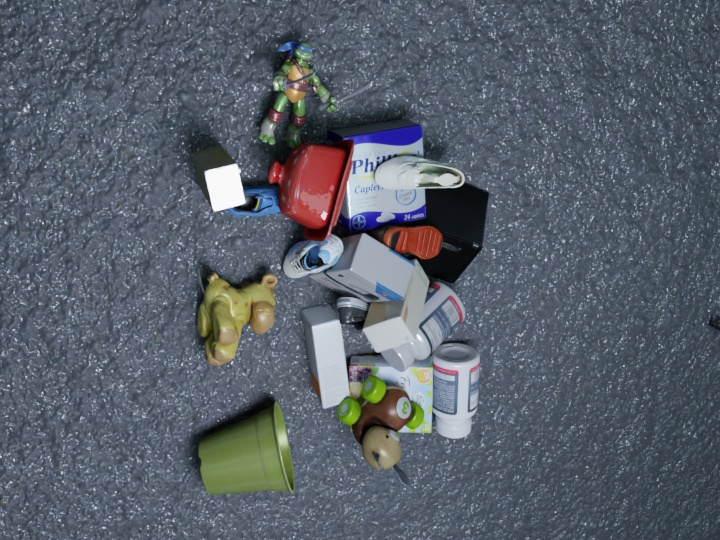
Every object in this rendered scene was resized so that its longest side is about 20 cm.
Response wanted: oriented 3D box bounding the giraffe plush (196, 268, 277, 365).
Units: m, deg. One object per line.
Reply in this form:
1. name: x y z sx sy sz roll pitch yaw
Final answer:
1. giraffe plush: -0.249 0.085 1.533 0.158 0.172 0.206 -5 75 -29

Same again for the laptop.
1. laptop: 0.185 -0.099 1.694 0.183 0.118 0.201 17 130 -23

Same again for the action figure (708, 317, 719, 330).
1. action figure: 1.081 0.105 2.048 0.119 0.102 0.200 43 92 -15

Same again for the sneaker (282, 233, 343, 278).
1. sneaker: -0.112 -0.024 1.514 0.072 0.198 0.073 -37 98 -38

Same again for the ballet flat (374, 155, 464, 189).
1. ballet flat: 0.127 -0.195 1.494 0.194 0.069 0.071 -2 109 -21

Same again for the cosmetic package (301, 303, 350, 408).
1. cosmetic package: -0.077 0.191 1.642 0.069 0.101 0.206 -12 111 -15

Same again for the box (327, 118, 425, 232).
1. box: 0.035 -0.204 1.550 0.179 0.105 0.206 -12 111 -17

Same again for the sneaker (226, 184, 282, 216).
1. sneaker: -0.184 -0.142 1.505 0.195 0.078 0.068 -6 108 -20

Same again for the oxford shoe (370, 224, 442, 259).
1. oxford shoe: 0.104 -0.071 1.574 0.197 0.072 0.073 8 99 -47

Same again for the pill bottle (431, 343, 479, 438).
1. pill bottle: 0.227 0.293 1.771 0.116 0.120 0.206 -6 110 -18

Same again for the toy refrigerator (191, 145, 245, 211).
1. toy refrigerator: -0.270 -0.180 1.390 0.068 0.200 0.078 -15 112 -14

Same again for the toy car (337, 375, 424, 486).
1. toy car: 0.057 0.364 1.579 0.158 0.202 0.163 -43 122 18

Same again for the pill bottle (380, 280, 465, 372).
1. pill bottle: 0.135 0.130 1.663 0.199 0.118 0.121 -40 118 -23

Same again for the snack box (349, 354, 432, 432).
1. snack box: 0.072 0.289 1.714 0.194 0.068 0.174 -1 109 2

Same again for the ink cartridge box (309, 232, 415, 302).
1. ink cartridge box: 0.000 0.000 1.543 0.143 0.199 0.086 29 73 -24

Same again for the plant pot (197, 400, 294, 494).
1. plant pot: -0.256 0.413 1.619 0.185 0.201 0.205 -13 112 -1

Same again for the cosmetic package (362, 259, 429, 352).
1. cosmetic package: 0.080 0.074 1.597 0.103 0.202 0.072 -21 119 27

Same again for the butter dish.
1. butter dish: -0.112 -0.173 1.428 0.144 0.199 0.205 17 90 -18

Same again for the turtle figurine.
1. turtle figurine: -0.116 -0.325 1.416 0.198 0.143 0.197 34 119 15

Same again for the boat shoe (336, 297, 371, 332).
1. boat shoe: 0.004 0.107 1.621 0.199 0.067 0.058 26 59 -58
